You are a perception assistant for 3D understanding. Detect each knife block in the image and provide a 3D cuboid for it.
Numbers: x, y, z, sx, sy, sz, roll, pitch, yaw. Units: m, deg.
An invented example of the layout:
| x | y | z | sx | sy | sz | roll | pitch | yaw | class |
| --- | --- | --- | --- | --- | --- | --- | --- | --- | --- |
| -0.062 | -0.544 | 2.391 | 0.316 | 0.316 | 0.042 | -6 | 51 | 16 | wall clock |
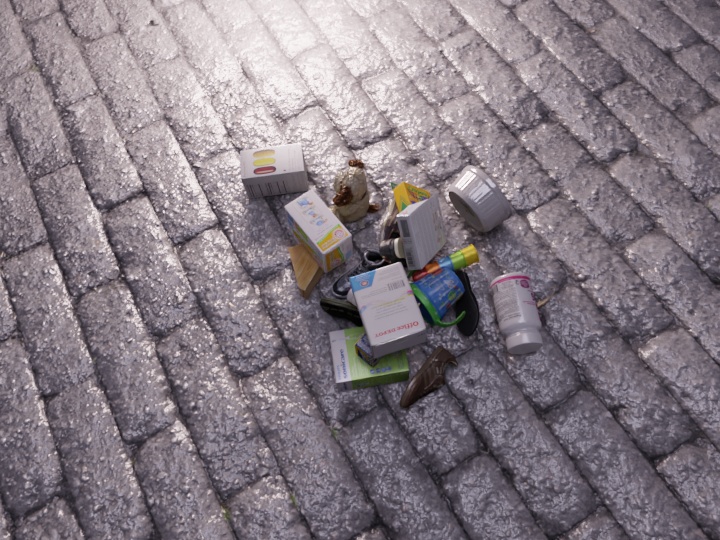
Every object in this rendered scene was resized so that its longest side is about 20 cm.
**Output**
| x | y | z | sx | sy | sz | roll | pitch | yaw | class |
| --- | --- | --- | --- | --- | --- | --- | --- | --- | --- |
| -0.119 | -0.036 | 1.719 | 0.173 | 0.064 | 0.202 | -17 | 64 | -4 | knife block |

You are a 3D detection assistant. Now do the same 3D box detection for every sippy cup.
| x | y | z | sx | sy | sz | roll | pitch | yaw | class |
| --- | --- | --- | --- | --- | --- | --- | --- | --- | --- |
| 0.213 | 0.062 | 1.607 | 0.130 | 0.140 | 0.179 | -37 | 100 | -8 | sippy cup |

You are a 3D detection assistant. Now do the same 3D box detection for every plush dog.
| x | y | z | sx | sy | sz | roll | pitch | yaw | class |
| --- | --- | --- | --- | --- | --- | --- | --- | --- | --- |
| -0.023 | -0.235 | 1.749 | 0.158 | 0.172 | 0.202 | 11 | 64 | 8 | plush dog |

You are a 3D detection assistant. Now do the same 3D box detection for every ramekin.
| x | y | z | sx | sy | sz | roll | pitch | yaw | class |
| --- | --- | --- | --- | --- | --- | --- | --- | --- | --- |
| 0.344 | -0.203 | 1.708 | 0.094 | 0.202 | 0.203 | -40 | 68 | -2 | ramekin |

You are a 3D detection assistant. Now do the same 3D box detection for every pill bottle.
| x | y | z | sx | sy | sz | roll | pitch | yaw | class |
| --- | --- | --- | --- | --- | --- | --- | --- | --- | --- |
| 0.429 | 0.118 | 1.586 | 0.112 | 0.114 | 0.202 | -6 | 65 | 0 | pill bottle |

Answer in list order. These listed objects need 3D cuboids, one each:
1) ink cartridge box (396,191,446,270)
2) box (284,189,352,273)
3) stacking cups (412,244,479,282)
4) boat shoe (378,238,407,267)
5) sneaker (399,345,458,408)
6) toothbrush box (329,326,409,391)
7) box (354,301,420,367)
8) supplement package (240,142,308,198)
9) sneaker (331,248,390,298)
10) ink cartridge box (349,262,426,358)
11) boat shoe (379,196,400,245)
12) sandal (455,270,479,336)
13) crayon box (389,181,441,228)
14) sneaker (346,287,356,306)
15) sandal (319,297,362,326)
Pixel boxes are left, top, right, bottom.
| x | y | z | sx | sy | sz | roll | pitch | yaw | class |
| --- | --- | --- | --- | --- | --- | --- | --- | --- | --- |
| 0.176 | -0.117 | 1.640 | 0.050 | 0.164 | 0.200 | -2 | 24 | 31 | ink cartridge box |
| -0.118 | -0.111 | 1.657 | 0.101 | 0.113 | 0.200 | -33 | 65 | -16 | box |
| 0.247 | -0.011 | 1.689 | 0.198 | 0.061 | 0.061 | -24 | 65 | -6 | stacking cups |
| 0.113 | -0.048 | 1.648 | 0.062 | 0.201 | 0.075 | -8 | 77 | 24 | boat shoe |
| 0.183 | 0.293 | 1.539 | 0.075 | 0.071 | 0.200 | 34 | 71 | 17 | sneaker |
| 0.023 | 0.231 | 1.568 | 0.197 | 0.086 | 0.147 | -9 | 62 | -3 | toothbrush box |
| 0.072 | 0.152 | 1.519 | 0.064 | 0.070 | 0.200 | 36 | 69 | 20 | box |
| -0.272 | -0.315 | 1.836 | 0.197 | 0.110 | 0.115 | -8 | 63 | -1 | supplement package |
| 0.000 | 0.000 | 1.667 | 0.198 | 0.114 | 0.076 | -29 | 65 | -11 | sneaker |
| 0.069 | 0.100 | 1.460 | 0.143 | 0.085 | 0.202 | -17 | 58 | -4 | ink cartridge box |
| 0.104 | -0.134 | 1.748 | 0.072 | 0.075 | 0.202 | 12 | 67 | 9 | boat shoe |
| 0.304 | 0.092 | 1.634 | 0.048 | 0.075 | 0.203 | 23 | 49 | -35 | sandal |
| 0.169 | -0.184 | 1.742 | 0.051 | 0.125 | 0.202 | -36 | 57 | 36 | crayon box |
| 0.054 | 0.084 | 1.605 | 0.198 | 0.076 | 0.099 | -6 | 37 | -45 | sneaker |
| -0.018 | 0.108 | 1.640 | 0.199 | 0.080 | 0.058 | 20 | 53 | 13 | sandal |
